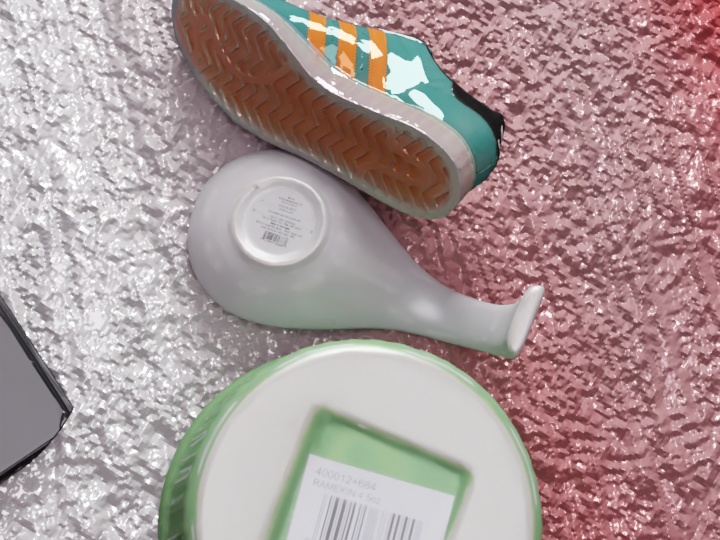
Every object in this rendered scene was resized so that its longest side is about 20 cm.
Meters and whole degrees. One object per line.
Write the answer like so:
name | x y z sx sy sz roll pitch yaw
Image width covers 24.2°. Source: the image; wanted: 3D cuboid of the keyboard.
keyboard | -0.253 0.034 0.884 0.127 0.021 0.200 -33 84 -14

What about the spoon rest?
spoon rest | 0.000 0.000 0.914 0.199 0.061 0.100 22 75 11

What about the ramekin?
ramekin | -0.003 0.130 0.857 0.199 0.098 0.201 2 78 -8

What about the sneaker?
sneaker | -0.011 -0.104 0.927 0.200 0.072 0.080 35 42 12
